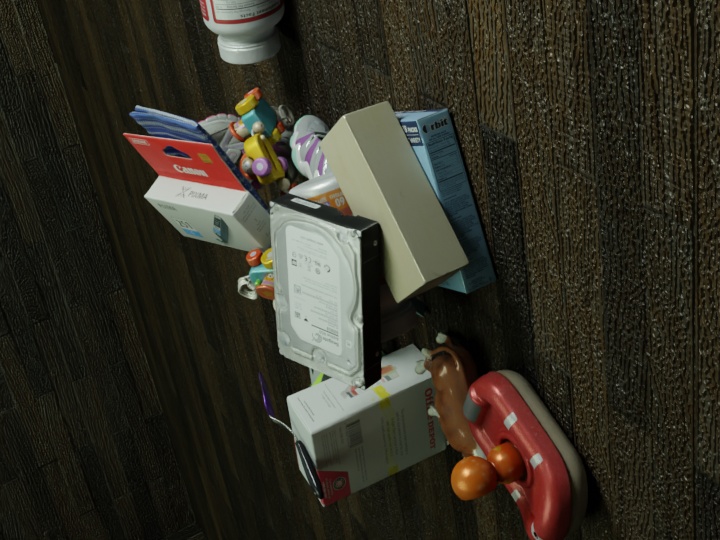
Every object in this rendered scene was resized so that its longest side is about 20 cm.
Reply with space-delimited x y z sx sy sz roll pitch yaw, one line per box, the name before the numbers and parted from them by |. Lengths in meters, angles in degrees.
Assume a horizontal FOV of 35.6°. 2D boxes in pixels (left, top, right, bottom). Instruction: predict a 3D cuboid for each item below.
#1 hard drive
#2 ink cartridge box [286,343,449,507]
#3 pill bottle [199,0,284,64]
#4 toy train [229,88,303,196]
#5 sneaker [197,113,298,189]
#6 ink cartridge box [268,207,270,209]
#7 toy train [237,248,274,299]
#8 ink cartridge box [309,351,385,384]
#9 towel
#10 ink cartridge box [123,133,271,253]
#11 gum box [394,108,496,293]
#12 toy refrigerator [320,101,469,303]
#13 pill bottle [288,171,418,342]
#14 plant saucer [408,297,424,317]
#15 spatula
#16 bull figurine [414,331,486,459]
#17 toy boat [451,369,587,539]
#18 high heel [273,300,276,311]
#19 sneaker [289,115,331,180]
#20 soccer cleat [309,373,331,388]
hard drive | -0.040 0.024 1.273 0.139 0.038 0.202 20 125 35
ink cartridge box | 0.012 0.208 1.523 0.083 0.199 0.146 47 152 48
pill bottle | -0.160 -0.381 1.471 0.112 0.112 0.201 43 148 48
toy train | -0.119 -0.145 1.517 0.150 0.055 0.201 32 -144 -55
sneaker | -0.164 -0.160 1.575 0.081 0.198 0.089 -47 52 51
ink cartridge box | -0.096 -0.030 1.614 0.200 0.047 0.160 38 -178 -43
toy train | -0.073 0.050 1.473 0.198 0.056 0.151 23 140 0
ink cartridge box | -0.011 0.192 1.728 0.147 0.083 0.201 45 151 45
towel | -0.206 -0.135 1.477 0.144 0.024 0.200 19 156 41
ink cartridge box | -0.218 -0.101 1.486 0.199 0.045 0.176 13 152 44
gum box | 0.072 -0.083 1.292 0.170 0.044 0.202 16 125 65
toy refrigerator | 0.038 -0.076 1.228 0.201 0.070 0.076 63 151 8
pill bottle | -0.002 -0.019 1.324 0.112 0.111 0.202 2 114 68
plant saucer | 0.000 0.000 1.432 0.199 0.019 0.070 32 178 -29
spatula | -0.094 0.218 1.480 0.201 0.020 0.057 55 170 32
bull figurine | 0.123 0.175 1.399 0.121 0.065 0.202 -141 38 -62
toy boat | 0.161 0.220 1.257 0.201 0.130 0.131 57 158 27
high heel | -0.060 0.054 1.648 0.142 0.071 0.200 41 -165 -25
sneaker | -0.022 -0.151 1.438 0.140 0.077 0.201 -53 47 45
soccer cleat | -0.006 0.114 1.569 0.081 0.067 0.202 33 104 46
